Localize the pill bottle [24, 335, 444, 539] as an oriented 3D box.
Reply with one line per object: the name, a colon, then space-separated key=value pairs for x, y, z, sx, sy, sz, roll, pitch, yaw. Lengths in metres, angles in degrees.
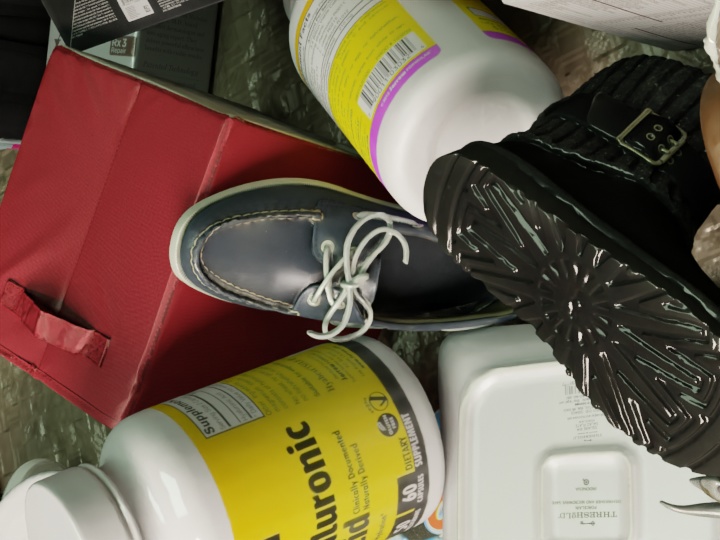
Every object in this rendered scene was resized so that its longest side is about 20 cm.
pill bottle: x=-0.065 y=0.113 z=0.859 sx=0.111 sy=0.200 sz=0.111 roll=35 pitch=135 yaw=45

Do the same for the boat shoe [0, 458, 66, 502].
boat shoe: x=-0.243 y=0.231 z=1.197 sx=0.068 sy=0.072 sz=0.200 roll=8 pitch=102 yaw=44

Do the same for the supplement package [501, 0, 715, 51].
supplement package: x=0.186 y=-0.194 z=0.748 sx=0.200 sy=0.151 sz=0.152 roll=-3 pitch=84 yaw=44

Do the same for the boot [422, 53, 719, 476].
boot: x=0.149 y=-0.014 z=0.779 sx=0.211 sy=0.158 sz=0.080 roll=46 pitch=140 yaw=23

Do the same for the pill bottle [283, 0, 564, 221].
pill bottle: x=0.025 y=-0.116 z=0.916 sx=0.104 sy=0.104 sz=0.200 roll=-62 pitch=35 yaw=22

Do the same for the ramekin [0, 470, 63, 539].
ramekin: x=-0.162 y=0.230 z=1.093 sx=0.200 sy=0.098 sz=0.201 roll=-3 pitch=86 yaw=43

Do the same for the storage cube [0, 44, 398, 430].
storage cube: x=-0.095 y=-0.009 z=0.981 sx=0.171 sy=0.200 sz=0.180 roll=25 pitch=98 yaw=42

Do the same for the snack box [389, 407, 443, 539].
snack box: x=0.084 y=0.170 z=0.904 sx=0.116 sy=0.037 sz=0.200 roll=-49 pitch=57 yaw=28

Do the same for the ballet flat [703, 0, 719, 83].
ballet flat: x=0.201 y=-0.083 z=0.705 sx=0.072 sy=0.200 sz=0.072 roll=-26 pitch=50 yaw=35

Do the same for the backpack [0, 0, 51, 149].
backpack: x=-0.281 y=-0.168 z=1.159 sx=0.150 sy=0.200 sz=0.178 roll=7 pitch=96 yaw=48

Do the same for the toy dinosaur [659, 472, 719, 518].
toy dinosaur: x=0.230 y=0.153 z=0.748 sx=0.200 sy=0.077 sz=0.102 roll=59 pitch=155 yaw=-15

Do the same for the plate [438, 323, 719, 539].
plate: x=0.119 y=0.118 z=0.839 sx=0.199 sy=0.032 sz=0.200 roll=-8 pitch=74 yaw=32

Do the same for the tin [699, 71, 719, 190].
tin: x=0.209 y=-0.009 z=0.742 sx=0.042 sy=0.112 sz=0.200 roll=-28 pitch=68 yaw=32

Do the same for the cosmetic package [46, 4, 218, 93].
cosmetic package: x=-0.155 y=-0.157 z=1.124 sx=0.102 sy=0.074 sz=0.200 roll=8 pitch=95 yaw=43

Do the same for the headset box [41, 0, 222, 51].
headset box: x=-0.081 y=-0.216 z=0.990 sx=0.148 sy=0.200 sz=0.075 roll=-9 pitch=114 yaw=44

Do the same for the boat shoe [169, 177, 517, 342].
boat shoe: x=0.000 y=0.000 z=0.879 sx=0.062 sy=0.200 sz=0.075 roll=40 pitch=116 yaw=59
